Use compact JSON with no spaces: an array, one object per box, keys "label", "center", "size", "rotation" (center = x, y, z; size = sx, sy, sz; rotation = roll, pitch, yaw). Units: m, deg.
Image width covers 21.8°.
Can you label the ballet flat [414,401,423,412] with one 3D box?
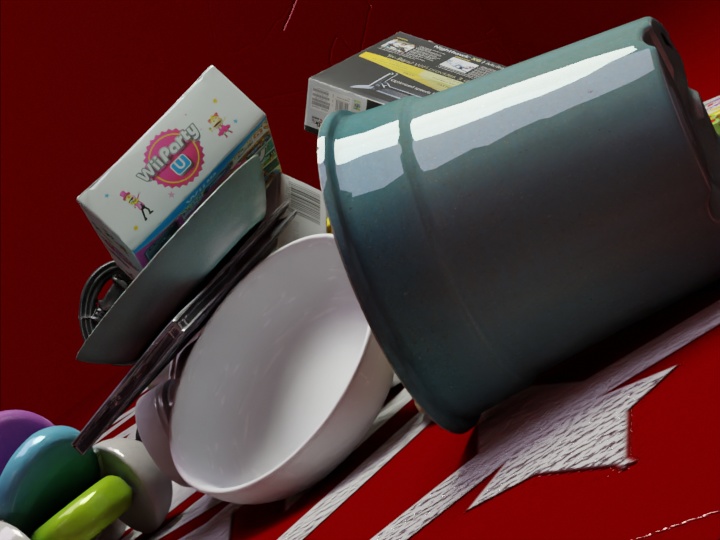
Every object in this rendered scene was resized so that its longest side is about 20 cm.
[{"label":"ballet flat","center":[0.068,0.034,1.262],"size":[0.070,0.066,0.200],"rotation":[-31,6,25]}]

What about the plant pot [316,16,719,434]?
[{"label":"plant pot","center":[0.106,-0.037,1.061],"size":[0.195,0.201,0.200],"rotation":[-24,8,17]}]

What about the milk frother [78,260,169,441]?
[{"label":"milk frother","center":[-0.188,0.066,1.861],"size":[0.180,0.201,0.188],"rotation":[-40,7,-23]}]

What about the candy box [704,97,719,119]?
[{"label":"candy box","center":[0.255,-0.106,1.537],"size":[0.199,0.027,0.102],"rotation":[-26,8,38]}]

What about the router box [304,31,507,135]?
[{"label":"router box","center":[0.075,-0.139,1.634],"size":[0.199,0.053,0.157],"rotation":[22,32,25]}]

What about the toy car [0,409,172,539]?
[{"label":"toy car","center":[-0.261,0.182,1.483],"size":[0.175,0.151,0.200],"rotation":[-37,6,-34]}]

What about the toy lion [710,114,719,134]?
[{"label":"toy lion","center":[0.174,-0.065,1.395],"size":[0.191,0.069,0.200],"rotation":[-14,11,37]}]

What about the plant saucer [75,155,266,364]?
[{"label":"plant saucer","center":[-0.129,0.002,1.372],"size":[0.200,0.036,0.200],"rotation":[-48,1,1]}]

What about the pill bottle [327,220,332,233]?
[{"label":"pill bottle","center":[0.000,0.000,1.576],"size":[0.112,0.113,0.200],"rotation":[-34,15,-1]}]

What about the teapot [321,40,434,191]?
[{"label":"teapot","center":[0.035,-0.092,1.857],"size":[0.199,0.146,0.198],"rotation":[-33,-35,-1]}]

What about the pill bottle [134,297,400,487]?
[{"label":"pill bottle","center":[-0.070,0.083,1.426],"size":[0.199,0.111,0.111],"rotation":[-32,5,18]}]

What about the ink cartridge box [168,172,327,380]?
[{"label":"ink cartridge box","center":[-0.094,0.030,1.525],"size":[0.201,0.050,0.109],"rotation":[-56,20,31]}]

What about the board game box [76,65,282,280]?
[{"label":"board game box","center":[-0.137,-0.060,1.481],"size":[0.148,0.064,0.200],"rotation":[-46,-12,-8]}]

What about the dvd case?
[{"label":"dvd case","center":[-0.127,0.039,1.371],"size":[0.149,0.016,0.200],"rotation":[-49,1,34]}]

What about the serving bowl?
[{"label":"serving bowl","center":[-0.042,0.076,1.287],"size":[0.199,0.066,0.201],"rotation":[-33,37,30]}]
